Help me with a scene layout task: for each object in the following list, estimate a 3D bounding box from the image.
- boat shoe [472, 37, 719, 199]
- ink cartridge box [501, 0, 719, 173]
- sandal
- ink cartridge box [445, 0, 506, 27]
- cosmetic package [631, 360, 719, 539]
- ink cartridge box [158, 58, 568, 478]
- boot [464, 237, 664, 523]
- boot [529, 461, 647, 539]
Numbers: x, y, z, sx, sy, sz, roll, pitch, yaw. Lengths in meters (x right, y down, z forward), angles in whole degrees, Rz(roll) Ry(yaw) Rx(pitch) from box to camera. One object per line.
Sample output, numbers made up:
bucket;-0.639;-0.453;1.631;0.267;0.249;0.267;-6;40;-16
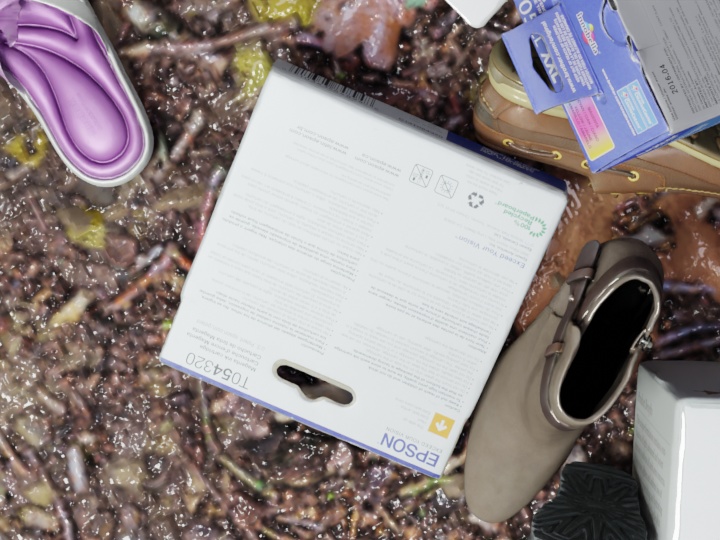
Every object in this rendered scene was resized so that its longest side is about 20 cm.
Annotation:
boat shoe;0.163;-0.081;1.254;0.198;0.072;0.068;17;128;-9
ink cartridge box;0.171;-0.144;1.179;0.199;0.076;0.137;-21;86;-39
sandal;-0.195;-0.142;1.246;0.082;0.050;0.203;-40;94;3
ink cartridge box;0.097;-0.253;1.231;0.116;0.067;0.200;44;93;-5
cosmetic package;0.249;0.165;1.220;0.164;0.167;0.202;3;96;0
ink cartridge box;0.000;0.000;1.259;0.195;0.043;0.201;23;109;-2
boot;0.119;0.071;1.220;0.070;0.146;0.202;22;95;-4
boot;0.122;0.234;1.217;0.065;0.165;0.202;13;105;13
